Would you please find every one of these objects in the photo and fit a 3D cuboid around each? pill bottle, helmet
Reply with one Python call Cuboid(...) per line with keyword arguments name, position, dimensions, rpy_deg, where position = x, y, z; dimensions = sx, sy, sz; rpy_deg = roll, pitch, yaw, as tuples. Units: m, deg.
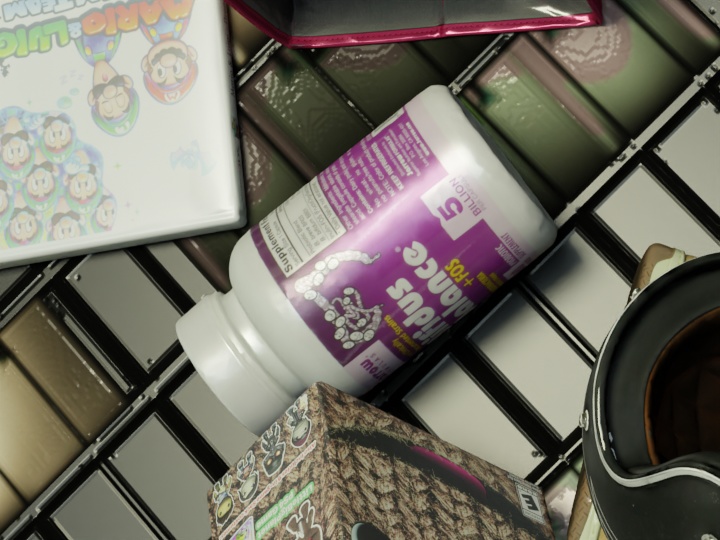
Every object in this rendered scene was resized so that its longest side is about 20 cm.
Cuboid(name="pill bottle", position=(0.000, 0.000, 1.296), dimensions=(0.200, 0.112, 0.112), rpy_deg=(-39, 72, 7))
Cuboid(name="helmet", position=(0.203, 0.093, 1.149), dimensions=(0.190, 0.199, 0.201), rpy_deg=(22, 86, 58))

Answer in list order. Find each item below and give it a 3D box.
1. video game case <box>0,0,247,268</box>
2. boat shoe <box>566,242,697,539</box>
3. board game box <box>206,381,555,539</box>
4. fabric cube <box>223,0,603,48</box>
Cuboid(name="video game case", position=(-0.171, -0.100, 1.410), dimensions=(0.199, 0.024, 0.183), rpy_deg=(-9, 78, 14))
Cuboid(name="boat shoe", position=(0.162, 0.089, 1.260), dimensions=(0.076, 0.072, 0.201), rpy_deg=(17, 86, 2))
Cuboid(name="board game box", position=(0.022, 0.181, 1.179), dimensions=(0.097, 0.159, 0.201), rpy_deg=(-46, 34, 27))
Cuboid(name="fabric cube", position=(0.021, -0.248, 1.291), dimensions=(0.199, 0.196, 0.201), rpy_deg=(-3, 80, 16))
